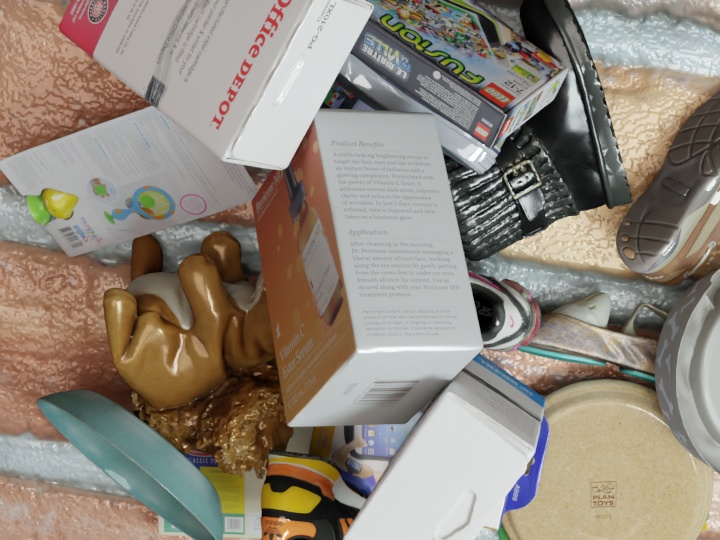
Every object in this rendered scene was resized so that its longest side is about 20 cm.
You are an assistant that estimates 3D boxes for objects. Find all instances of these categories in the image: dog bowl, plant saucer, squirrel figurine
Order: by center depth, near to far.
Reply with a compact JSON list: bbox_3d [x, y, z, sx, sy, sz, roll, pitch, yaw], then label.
[{"bbox_3d":[0.334,0.083,1.445,0.198,0.059,0.202,-1,93,-22],"label":"dog bowl"},{"bbox_3d":[-0.104,0.068,1.456,0.185,0.142,0.202,-4,104,6],"label":"squirrel figurine"},{"bbox_3d":[-0.185,0.160,1.459,0.200,0.200,0.036,42,74,-7],"label":"plant saucer"}]

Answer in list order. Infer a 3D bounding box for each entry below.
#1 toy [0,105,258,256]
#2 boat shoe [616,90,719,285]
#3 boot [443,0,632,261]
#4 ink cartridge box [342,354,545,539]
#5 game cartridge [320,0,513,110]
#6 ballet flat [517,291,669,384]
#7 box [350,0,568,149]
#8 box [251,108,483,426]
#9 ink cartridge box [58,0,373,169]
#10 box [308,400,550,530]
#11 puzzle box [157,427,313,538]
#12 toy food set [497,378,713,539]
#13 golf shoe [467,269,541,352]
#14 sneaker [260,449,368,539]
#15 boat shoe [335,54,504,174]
[{"bbox_3d":[-0.192,-0.088,1.459,0.199,0.047,0.115,-18,126,21],"label":"toy"},{"bbox_3d":[0.294,-0.074,1.445,0.200,0.076,0.072,-51,131,4],"label":"boat shoe"},{"bbox_3d":[0.125,-0.121,1.427,0.157,0.080,0.213,-16,106,7],"label":"boot"},{"bbox_3d":[0.071,0.155,1.361,0.084,0.200,0.147,35,99,4],"label":"ink cartridge box"},{"bbox_3d":[0.018,-0.159,1.452,0.129,0.038,0.201,35,103,-10],"label":"game cartridge"},{"bbox_3d":[0.220,0.057,1.486,0.198,0.068,0.068,15,87,-7],"label":"ballet flat"},{"bbox_3d":[0.052,-0.180,1.344,0.199,0.110,0.035,35,129,13],"label":"box"},{"bbox_3d":[0.000,0.000,1.332,0.105,0.152,0.202,0,64,-23],"label":"box"},{"bbox_3d":[-0.109,-0.187,1.290,0.200,0.084,0.145,38,106,28],"label":"ink cartridge box"},{"bbox_3d":[0.059,0.145,1.483,0.198,0.041,0.120,13,98,10],"label":"box"},{"bbox_3d":[-0.084,0.172,1.544,0.198,0.025,0.134,1,105,3],"label":"puzzle box"},{"bbox_3d":[0.210,0.190,1.520,0.198,0.049,0.199,-17,103,7],"label":"toy food set"},{"bbox_3d":[0.048,0.017,1.443,0.198,0.092,0.073,11,89,23],"label":"golf shoe"},{"bbox_3d":[-0.032,0.223,1.450,0.069,0.200,0.091,3,64,28],"label":"sneaker"},{"bbox_3d":[0.036,-0.153,1.391,0.199,0.072,0.062,35,88,11],"label":"boat shoe"}]
